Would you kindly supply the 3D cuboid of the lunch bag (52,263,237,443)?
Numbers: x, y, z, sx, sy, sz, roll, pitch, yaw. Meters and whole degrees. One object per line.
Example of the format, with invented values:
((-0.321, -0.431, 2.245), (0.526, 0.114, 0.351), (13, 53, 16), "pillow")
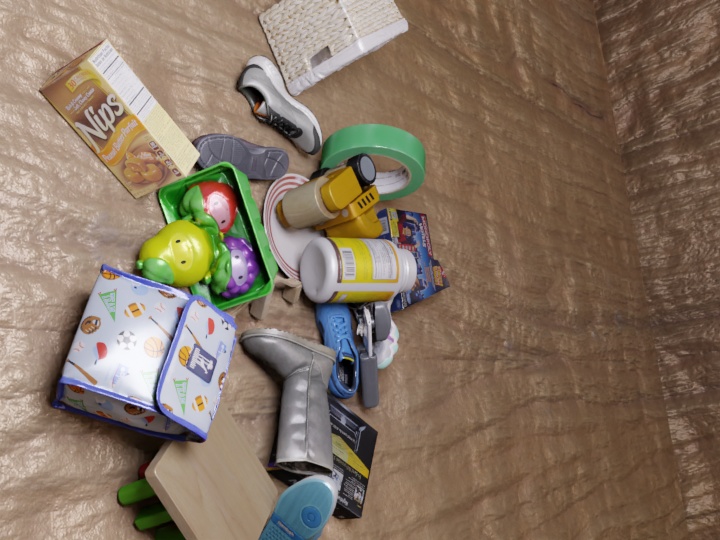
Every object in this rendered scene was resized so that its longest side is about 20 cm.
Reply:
((-0.265, 0.111, 1.087), (0.196, 0.124, 0.173), (22, 59, -14), "lunch bag")

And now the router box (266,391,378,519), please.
((-0.058, 0.299, 1.422), (0.200, 0.051, 0.160), (44, 46, -36), "router box")

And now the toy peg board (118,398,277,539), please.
((-0.227, 0.305, 1.173), (0.203, 0.096, 0.200), (62, 22, -17), "toy peg board")

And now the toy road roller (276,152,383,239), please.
((-0.038, -0.103, 1.496), (0.200, 0.121, 0.149), (-41, 110, -52), "toy road roller")

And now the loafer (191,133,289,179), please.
((-0.205, -0.186, 1.403), (0.198, 0.062, 0.074), (3, 106, -49), "loafer")

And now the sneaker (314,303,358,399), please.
((-0.033, 0.120, 1.487), (0.064, 0.078, 0.205), (-2, 78, -23), "sneaker")

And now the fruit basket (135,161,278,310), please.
((-0.226, -0.040, 1.250), (0.215, 0.152, 0.221), (-18, 90, -72), "fruit basket")

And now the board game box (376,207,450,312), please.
((0.103, -0.015, 1.752), (0.198, 0.061, 0.205), (5, 74, -54), "board game box")

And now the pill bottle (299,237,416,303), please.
((0.000, 0.000, 1.484), (0.196, 0.108, 0.112), (1, 76, -36), "pill bottle")

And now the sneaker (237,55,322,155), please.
((-0.145, -0.277, 1.506), (0.201, 0.073, 0.080), (48, 53, -24), "sneaker")

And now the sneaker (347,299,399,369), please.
((0.003, 0.073, 1.578), (0.139, 0.077, 0.204), (31, 45, -43), "sneaker")

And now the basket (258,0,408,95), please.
((-0.053, -0.456, 1.585), (0.163, 0.196, 0.200), (60, 38, -12), "basket")

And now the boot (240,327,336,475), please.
((-0.115, 0.203, 1.325), (0.178, 0.073, 0.204), (17, 63, -17), "boot")

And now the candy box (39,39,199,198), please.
((-0.328, -0.203, 1.176), (0.201, 0.114, 0.056), (52, 41, -29), "candy box")

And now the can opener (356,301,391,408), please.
((0.022, 0.153, 1.511), (0.053, 0.065, 0.204), (-110, -161, -58), "can opener")

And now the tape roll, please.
((0.024, -0.197, 1.588), (0.199, 0.197, 0.049), (30, 55, -45), "tape roll")

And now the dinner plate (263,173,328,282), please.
((-0.108, -0.070, 1.513), (0.199, 0.024, 0.205), (26, 57, -47), "dinner plate")

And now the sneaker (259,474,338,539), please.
((-0.079, 0.358, 1.282), (0.079, 0.201, 0.130), (43, 26, 11), "sneaker")

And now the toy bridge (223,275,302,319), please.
((-0.158, 0.044, 1.368), (0.199, 0.027, 0.068), (-26, 139, -55), "toy bridge")
